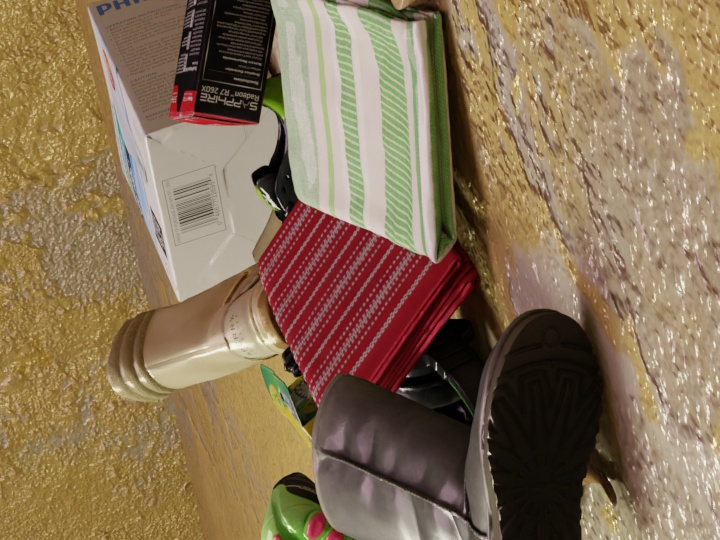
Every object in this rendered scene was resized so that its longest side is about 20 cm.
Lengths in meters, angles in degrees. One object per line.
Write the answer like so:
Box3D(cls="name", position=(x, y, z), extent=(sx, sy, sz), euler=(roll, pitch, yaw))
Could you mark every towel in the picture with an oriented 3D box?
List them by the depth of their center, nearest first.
Box3D(cls="towel", position=(-0.001, -0.094, 1.193), extent=(0.200, 0.023, 0.154), euler=(26, 126, 59))
Box3D(cls="towel", position=(0.000, 0.000, 1.244), extent=(0.145, 0.022, 0.200), euler=(-55, 33, 19))

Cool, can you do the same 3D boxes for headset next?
Box3D(cls="headset", position=(0.033, 0.087, 1.247), extent=(0.200, 0.094, 0.124), euler=(44, 150, 46))

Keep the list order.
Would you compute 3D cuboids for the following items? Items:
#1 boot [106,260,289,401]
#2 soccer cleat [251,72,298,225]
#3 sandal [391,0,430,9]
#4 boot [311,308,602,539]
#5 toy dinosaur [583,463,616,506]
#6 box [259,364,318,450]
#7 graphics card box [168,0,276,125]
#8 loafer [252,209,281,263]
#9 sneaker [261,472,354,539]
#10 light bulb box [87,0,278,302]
Box3D(cls="boot", position=(-0.089, 0.034, 1.466), extent=(0.073, 0.155, 0.200), euler=(65, -157, -8))
Box3D(cls="soccer cleat", position=(-0.030, -0.045, 1.400), extent=(0.068, 0.081, 0.201), euler=(-146, 41, -73))
Box3D(cls="sandal", position=(-0.024, -0.238, 1.119), extent=(0.078, 0.069, 0.213), euler=(103, 149, -68))
Box3D(cls="boot", position=(0.045, 0.088, 1.079), extent=(0.200, 0.072, 0.183), euler=(-150, 64, -61))
Box3D(cls="toy dinosaur", position=(0.096, 0.127, 1.112), extent=(0.200, 0.060, 0.107), euler=(-57, 49, 48))
Box3D(cls="box", position=(0.008, 0.140, 1.386), extent=(0.200, 0.048, 0.117), euler=(50, 174, -13))
Box3D(cls="graphics card box", position=(-0.084, -0.197, 1.332), extent=(0.125, 0.051, 0.201), euler=(-165, 83, -77))
Box3D(cls="loafer", position=(-0.050, -0.014, 1.581), extent=(0.201, 0.067, 0.076), euler=(86, 163, -48))
Box3D(cls="sneaker", position=(0.004, 0.209, 1.364), extent=(0.200, 0.076, 0.084), euler=(54, -167, -30))
Box3D(cls="light bulb box", position=(-0.144, -0.121, 1.747), extent=(0.200, 0.124, 0.199), euler=(-119, 16, -45))
